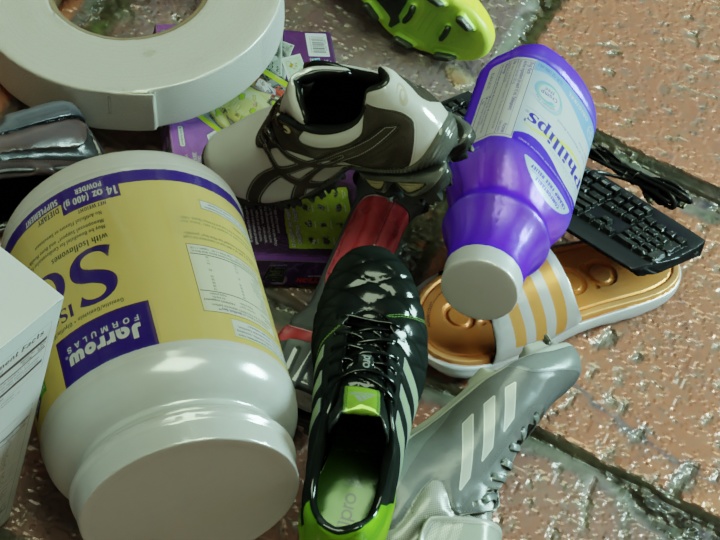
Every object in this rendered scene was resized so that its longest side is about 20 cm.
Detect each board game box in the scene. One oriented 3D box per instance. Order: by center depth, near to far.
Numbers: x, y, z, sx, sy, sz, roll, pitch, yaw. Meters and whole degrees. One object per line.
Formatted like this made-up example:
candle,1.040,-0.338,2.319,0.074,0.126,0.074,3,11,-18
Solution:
board game box,-0.065,-0.075,1.693,0.120,0.032,0.200,5,50,-17

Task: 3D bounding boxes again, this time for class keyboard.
keyboard,0.139,-0.063,1.725,0.200,0.021,0.127,35,32,25

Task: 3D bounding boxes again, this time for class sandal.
sandal,0.117,0.002,1.662,0.206,0.059,0.079,-19,58,-29

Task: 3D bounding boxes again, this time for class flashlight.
flashlight,0.000,0.000,1.590,0.068,0.068,0.200,10,62,29

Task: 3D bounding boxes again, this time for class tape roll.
tape roll,-0.148,-0.173,1.716,0.202,0.037,0.203,1,50,-1

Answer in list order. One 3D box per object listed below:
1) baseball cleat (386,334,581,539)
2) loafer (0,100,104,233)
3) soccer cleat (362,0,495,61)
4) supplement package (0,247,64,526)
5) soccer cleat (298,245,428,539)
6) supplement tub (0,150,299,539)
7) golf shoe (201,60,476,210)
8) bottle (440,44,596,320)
baseball cleat,0.067,0.120,1.552,0.200,0.070,0.106,-31,70,-24
loafer,-0.232,-0.043,1.588,0.200,0.072,0.063,-27,67,-37
soccer cleat,0.013,-0.213,1.811,0.200,0.065,0.084,31,47,10
supplement package,-0.270,0.071,1.389,0.152,0.200,0.151,37,50,14
soccer cleat,0.003,0.070,1.477,0.067,0.081,0.200,7,65,-1
supplement tub,-0.116,0.049,1.492,0.145,0.145,0.200,-3,51,-20
golf shoe,-0.028,-0.090,1.582,0.200,0.095,0.078,-4,51,40
bottle,0.092,-0.052,1.618,0.084,0.065,0.200,51,36,-24
